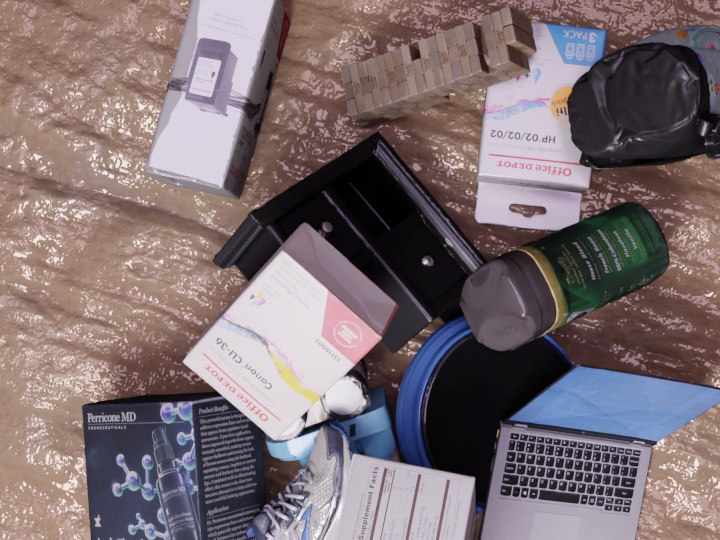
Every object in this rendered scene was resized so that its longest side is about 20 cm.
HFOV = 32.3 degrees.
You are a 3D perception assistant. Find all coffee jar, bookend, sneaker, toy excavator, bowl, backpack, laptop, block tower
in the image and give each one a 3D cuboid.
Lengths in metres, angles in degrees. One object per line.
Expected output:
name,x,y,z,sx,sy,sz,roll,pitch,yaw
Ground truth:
coffee jar,0.195,0.006,1.194,0.199,0.104,0.086,-22,81,-32
bookend,0.000,0.000,1.201,0.199,0.092,0.200,51,49,5
sneaker,-0.060,0.240,1.173,0.085,0.077,0.202,14,92,-15
toy excavator,0.010,0.183,1.261,0.193,0.100,0.201,-18,101,2
bowl,0.133,0.142,1.229,0.199,0.039,0.202,0,91,-22
backpack,0.313,-0.166,1.192,0.166,0.199,0.128,-5,92,48
laptop,0.233,0.192,1.187,0.186,0.116,0.202,11,90,-25
block tower,0.073,-0.199,1.233,0.199,0.058,0.054,-17,77,29

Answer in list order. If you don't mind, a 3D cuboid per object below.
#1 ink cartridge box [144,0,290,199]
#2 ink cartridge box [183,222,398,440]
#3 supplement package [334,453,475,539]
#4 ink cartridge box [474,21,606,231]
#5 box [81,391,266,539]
ink cartridge box,-0.140,-0.178,1.243,0.083,0.145,0.202,15,89,2
ink cartridge box,-0.075,0.069,1.121,0.116,0.068,0.200,41,120,-5
supplement package,0.038,0.273,1.120,0.110,0.200,0.157,9,68,9
ink cartridge box,0.180,-0.144,1.259,0.114,0.068,0.202,6,89,5
box,-0.181,0.224,1.228,0.148,0.107,0.202,-6,87,33
